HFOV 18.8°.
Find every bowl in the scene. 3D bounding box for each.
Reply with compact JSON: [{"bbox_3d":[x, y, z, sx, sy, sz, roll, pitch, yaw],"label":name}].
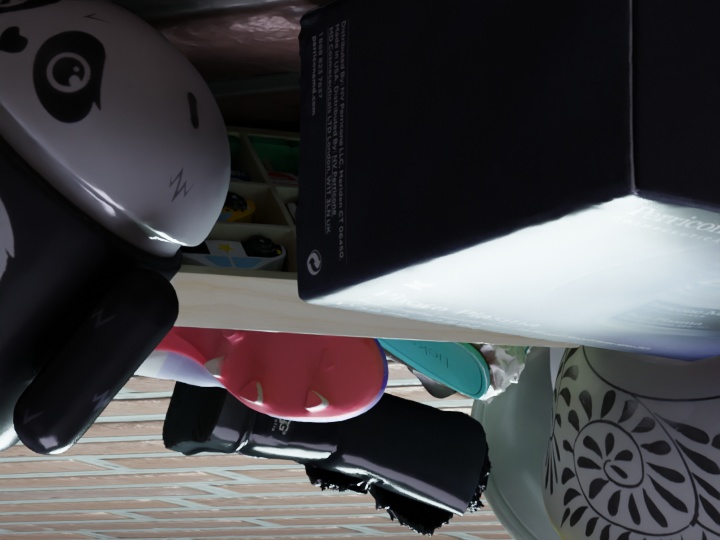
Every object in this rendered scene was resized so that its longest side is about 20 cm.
[{"bbox_3d":[0.163,0.039,0.967,0.200,0.201,0.094,-6,124,28],"label":"bowl"}]

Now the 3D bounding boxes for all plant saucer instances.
[{"bbox_3d":[0.168,0.104,1.331,0.200,0.200,0.050,4,145,-14],"label":"plant saucer"}]

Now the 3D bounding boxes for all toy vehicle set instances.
[{"bbox_3d":[-0.010,-0.017,0.942,0.200,0.027,0.124,4,-148,-25],"label":"toy vehicle set"}]

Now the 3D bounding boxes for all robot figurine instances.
[{"bbox_3d":[-0.140,-0.013,0.818,0.150,0.200,0.125,43,-171,-6],"label":"robot figurine"}]

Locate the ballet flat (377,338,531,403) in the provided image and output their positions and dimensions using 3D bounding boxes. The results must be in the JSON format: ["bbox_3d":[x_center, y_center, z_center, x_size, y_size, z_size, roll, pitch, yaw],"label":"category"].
[{"bbox_3d":[0.000,0.000,1.071,0.200,0.072,0.072,27,175,19],"label":"ballet flat"}]

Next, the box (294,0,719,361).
[{"bbox_3d":[0.110,-0.047,0.788,0.200,0.124,0.198,9,164,-31],"label":"box"}]

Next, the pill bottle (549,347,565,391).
[{"bbox_3d":[0.210,0.044,1.182,0.200,0.120,0.120,-4,166,22],"label":"pill bottle"}]

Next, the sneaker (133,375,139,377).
[{"bbox_3d":[-0.144,0.036,1.286,0.088,0.074,0.200,3,168,3],"label":"sneaker"}]

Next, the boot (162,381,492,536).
[{"bbox_3d":[-0.022,0.097,1.285,0.168,0.077,0.200,20,175,-14],"label":"boot"}]

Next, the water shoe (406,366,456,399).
[{"bbox_3d":[0.063,0.029,1.233,0.079,0.072,0.200,-19,176,5],"label":"water shoe"}]

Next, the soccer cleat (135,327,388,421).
[{"bbox_3d":[-0.066,0.033,1.079,0.200,0.067,0.076,9,177,29],"label":"soccer cleat"}]
